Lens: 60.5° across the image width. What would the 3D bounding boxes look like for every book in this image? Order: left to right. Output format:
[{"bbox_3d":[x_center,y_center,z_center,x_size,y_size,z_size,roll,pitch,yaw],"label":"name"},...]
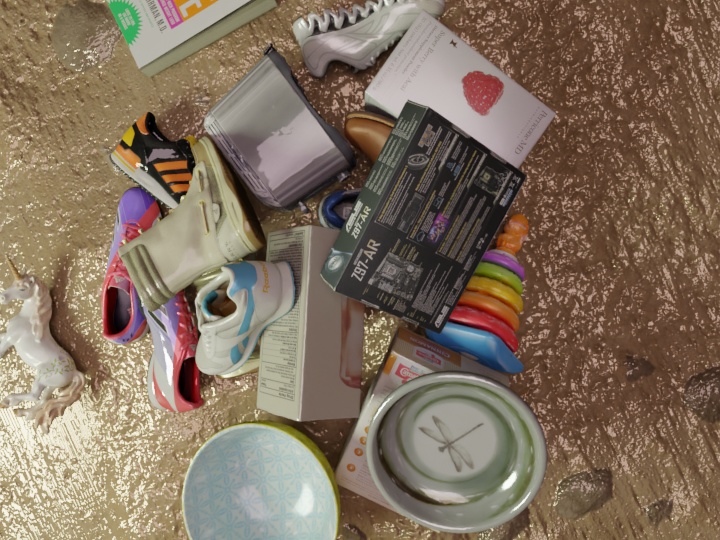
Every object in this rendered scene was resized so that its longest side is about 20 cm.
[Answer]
[{"bbox_3d":[-0.227,-0.365,0.808,0.197,0.048,0.136,-29,86,3],"label":"book"}]

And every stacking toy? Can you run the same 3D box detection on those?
[{"bbox_3d":[0.170,0.016,0.783,0.108,0.116,0.204,11,71,39],"label":"stacking toy"}]

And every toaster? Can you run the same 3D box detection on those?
[{"bbox_3d":[-0.105,-0.171,0.772,0.128,0.114,0.201,-38,89,3],"label":"toaster"}]

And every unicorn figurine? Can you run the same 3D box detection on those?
[{"bbox_3d":[-0.434,0.099,0.804,0.137,0.074,0.201,-41,104,-9],"label":"unicorn figurine"}]

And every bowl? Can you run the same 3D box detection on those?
[{"bbox_3d":[-0.110,0.278,0.771,0.195,0.108,0.206,0,92,12],"label":"bowl"}]

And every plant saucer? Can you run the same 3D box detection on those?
[{"bbox_3d":[0.105,0.194,0.687,0.195,0.050,0.205,3,110,8],"label":"plant saucer"}]

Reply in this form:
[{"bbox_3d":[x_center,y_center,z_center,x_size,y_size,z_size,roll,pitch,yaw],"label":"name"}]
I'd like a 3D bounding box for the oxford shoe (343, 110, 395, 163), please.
[{"bbox_3d":[0.053,-0.112,0.726,0.199,0.071,0.072,38,69,3],"label":"oxford shoe"}]

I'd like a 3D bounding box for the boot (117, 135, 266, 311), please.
[{"bbox_3d":[-0.203,-0.060,0.706,0.153,0.072,0.201,-32,49,1],"label":"boot"}]

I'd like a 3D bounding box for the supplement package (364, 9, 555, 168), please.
[{"bbox_3d":[0.116,-0.193,0.764,0.198,0.120,0.122,37,90,0],"label":"supplement package"}]

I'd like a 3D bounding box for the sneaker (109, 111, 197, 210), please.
[{"bbox_3d":[-0.223,-0.123,0.793,0.198,0.070,0.091,35,94,2],"label":"sneaker"}]

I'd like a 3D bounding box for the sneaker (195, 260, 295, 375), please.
[{"bbox_3d":[-0.150,0.052,0.690,0.079,0.200,0.078,4,52,-36],"label":"sneaker"}]

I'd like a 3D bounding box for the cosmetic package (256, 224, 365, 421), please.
[{"bbox_3d":[-0.054,0.058,0.698,0.086,0.102,0.205,7,85,-37],"label":"cosmetic package"}]

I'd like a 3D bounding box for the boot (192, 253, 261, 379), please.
[{"bbox_3d":[-0.113,0.039,0.791,0.195,0.073,0.159,-16,94,7],"label":"boot"}]

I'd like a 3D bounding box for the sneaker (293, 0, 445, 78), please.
[{"bbox_3d":[0.015,-0.305,0.795,0.195,0.075,0.083,-13,100,7],"label":"sneaker"}]

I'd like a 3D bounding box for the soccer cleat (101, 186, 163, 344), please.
[{"bbox_3d":[-0.296,-0.007,0.793,0.066,0.073,0.205,6,91,1],"label":"soccer cleat"}]

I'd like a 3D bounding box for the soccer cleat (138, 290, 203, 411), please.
[{"bbox_3d":[-0.232,0.077,0.779,0.072,0.068,0.206,2,96,33],"label":"soccer cleat"}]

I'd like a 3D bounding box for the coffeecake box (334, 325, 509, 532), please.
[{"bbox_3d":[0.073,0.196,0.760,0.151,0.073,0.203,24,112,1],"label":"coffeecake box"}]

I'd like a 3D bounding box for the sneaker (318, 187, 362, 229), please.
[{"bbox_3d":[0.042,-0.070,0.784,0.195,0.085,0.079,-2,91,0],"label":"sneaker"}]

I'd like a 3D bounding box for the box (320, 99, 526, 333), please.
[{"bbox_3d":[0.069,-0.049,0.656,0.158,0.043,0.203,22,100,-34],"label":"box"}]
